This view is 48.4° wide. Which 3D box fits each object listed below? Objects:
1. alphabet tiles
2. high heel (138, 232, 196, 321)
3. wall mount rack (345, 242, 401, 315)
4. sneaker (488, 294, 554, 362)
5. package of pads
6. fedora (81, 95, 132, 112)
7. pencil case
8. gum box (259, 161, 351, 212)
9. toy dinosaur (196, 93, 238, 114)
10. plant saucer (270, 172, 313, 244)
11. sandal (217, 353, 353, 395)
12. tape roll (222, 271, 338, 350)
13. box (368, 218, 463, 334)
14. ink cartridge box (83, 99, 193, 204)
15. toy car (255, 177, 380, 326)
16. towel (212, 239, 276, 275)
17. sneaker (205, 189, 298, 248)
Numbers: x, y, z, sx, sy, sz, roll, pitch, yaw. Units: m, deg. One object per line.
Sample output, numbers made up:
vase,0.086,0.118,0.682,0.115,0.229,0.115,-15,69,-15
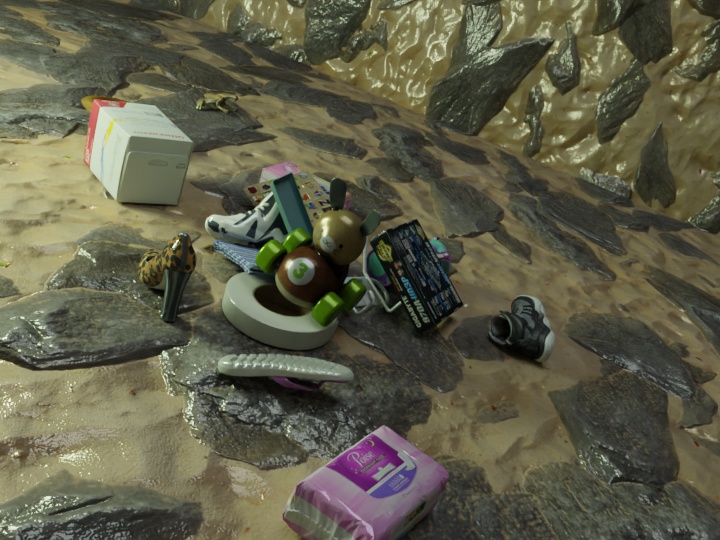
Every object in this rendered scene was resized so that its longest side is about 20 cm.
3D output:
alphabet tiles,-0.144,-0.141,1.758,0.165,0.008,0.201,-18,51,-25
high heel,-0.310,-0.029,1.304,0.070,0.144,0.200,6,27,-29
wall mount rack,0.000,0.000,1.506,0.199,0.074,0.175,-1,54,-57
sneaker,0.309,0.099,1.598,0.112,0.076,0.201,16,26,-14
package of pads,0.010,0.275,0.976,0.120,0.077,0.199,32,26,23
fedora,-0.564,-0.345,1.880,0.198,0.083,0.201,18,18,-6
pencil case,0.103,-0.018,1.678,0.092,0.086,0.198,-19,-7,43
gum box,-0.127,-0.178,1.876,0.198,0.067,0.113,29,26,19
toy dinosaur,-0.414,-0.510,2.394,0.100,0.059,0.200,23,23,11
plant saucer,-0.121,-0.087,1.564,0.019,0.203,0.070,-15,11,34
sandal,-0.110,0.156,1.185,0.199,0.051,0.082,6,9,0
tape roll,-0.136,0.066,1.370,0.200,0.037,0.203,18,23,-7
box,0.110,0.007,1.541,0.202,0.046,0.159,61,29,2
ink cartridge box,-0.461,-0.244,1.656,0.144,0.146,0.200,-1,30,-40
toy car,-0.048,-0.044,1.329,0.164,0.201,0.157,41,31,12
towel,-0.177,-0.012,1.468,0.143,0.024,0.199,11,9,-32
sneaker,-0.203,-0.111,1.569,0.196,0.132,0.079,11,-20,-20
